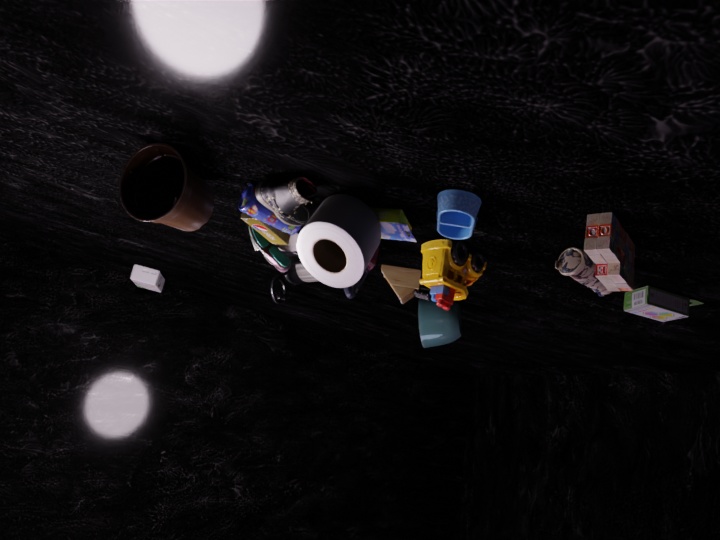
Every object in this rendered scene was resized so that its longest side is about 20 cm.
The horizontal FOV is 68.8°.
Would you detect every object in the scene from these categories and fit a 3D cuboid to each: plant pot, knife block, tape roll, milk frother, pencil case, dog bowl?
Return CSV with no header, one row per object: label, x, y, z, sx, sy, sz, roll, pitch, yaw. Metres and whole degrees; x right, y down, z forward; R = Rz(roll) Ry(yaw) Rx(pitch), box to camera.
plant pot,-0.505,-0.205,1.417,0.192,0.209,0.198,8,171,14
knife block,0.190,0.025,1.886,0.173,0.203,0.064,-34,159,-2
tape roll,-0.056,-0.078,1.400,0.195,0.141,0.208,14,131,16
milk frother,-0.211,0.021,1.884,0.177,0.208,0.184,17,165,-41
plant pot,0.327,0.204,2.124,0.155,0.209,0.201,-6,160,16
pencil case,0.615,0.004,1.427,0.195,0.080,0.089,22,142,-32
dog bowl,0.240,-0.133,1.312,0.107,0.051,0.201,10,164,10
pencil case,-0.258,-0.174,1.506,0.197,0.088,0.078,26,118,-39

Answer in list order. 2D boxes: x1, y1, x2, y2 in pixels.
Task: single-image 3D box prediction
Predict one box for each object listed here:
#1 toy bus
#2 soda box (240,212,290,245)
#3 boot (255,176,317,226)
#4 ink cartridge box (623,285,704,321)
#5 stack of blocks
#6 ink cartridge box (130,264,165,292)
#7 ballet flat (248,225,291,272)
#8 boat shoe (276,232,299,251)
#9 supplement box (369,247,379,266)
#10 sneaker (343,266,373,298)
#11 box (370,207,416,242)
toy bus,0.270,0.025,1.558,0.196,0.200,0.133,22,160,-35
soda box,-0.288,-0.148,1.641,0.065,0.066,0.200,6,163,23
boot,-0.169,-0.183,1.420,0.149,0.076,0.202,-2,158,35
ink cartridge box,0.910,0.109,1.581,0.193,0.062,0.104,15,164,-8
stack of blocks,0.589,-0.039,1.238,0.057,0.120,0.198,-3,157,41
ink cartridge box,-1.188,0.047,2.943,0.139,0.087,0.200,15,163,-8
ballet flat,-0.312,-0.072,1.755,0.201,0.069,0.071,49,137,-4
boat shoe,-0.257,-0.096,1.798,0.194,0.075,0.068,-6,176,34
supplement box,-0.049,-0.075,1.659,0.194,0.089,0.110,2,160,34
sneaker,0.000,0.000,1.702,0.079,0.205,0.071,-11,135,28
box,0.057,-0.130,1.465,0.193,0.049,0.122,7,163,23
